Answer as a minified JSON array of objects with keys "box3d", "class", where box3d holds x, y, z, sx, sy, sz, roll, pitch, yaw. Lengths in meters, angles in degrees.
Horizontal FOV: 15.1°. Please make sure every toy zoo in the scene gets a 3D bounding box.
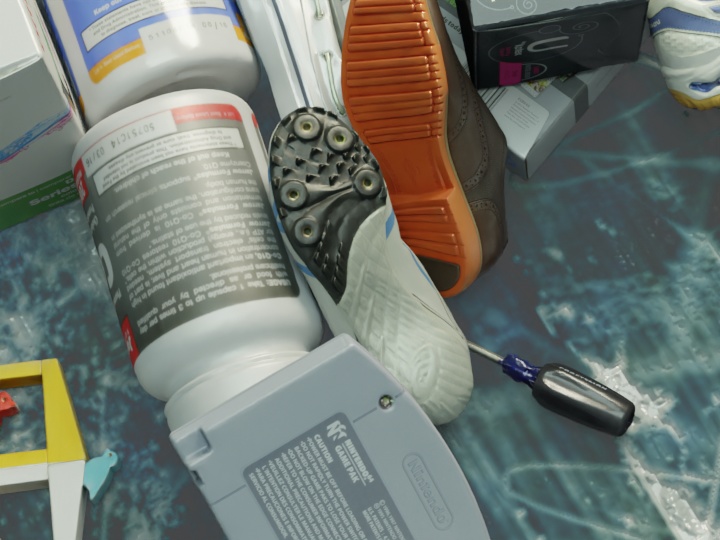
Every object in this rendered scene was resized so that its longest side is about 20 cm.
[{"box3d":[-0.240,0.124,1.597,0.200,0.020,0.131,-8,70,2],"class":"toy zoo"}]

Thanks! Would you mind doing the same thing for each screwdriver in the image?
[{"box3d":[0.072,0.045,1.598,0.200,0.028,0.029,29,46,18],"class":"screwdriver"}]

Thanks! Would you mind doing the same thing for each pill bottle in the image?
[{"box3d":[-0.088,0.007,1.575,0.114,0.114,0.200,-18,70,-2],"class":"pill bottle"},{"box3d":[-0.143,-0.185,1.648,0.112,0.112,0.200,-20,71,-2],"class":"pill bottle"}]

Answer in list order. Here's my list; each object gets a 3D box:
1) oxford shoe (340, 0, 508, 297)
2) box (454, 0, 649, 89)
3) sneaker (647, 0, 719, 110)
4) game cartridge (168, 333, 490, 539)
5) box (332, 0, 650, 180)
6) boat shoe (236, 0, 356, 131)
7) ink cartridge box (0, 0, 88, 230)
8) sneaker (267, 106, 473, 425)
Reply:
[{"box3d":[0.042,-0.089,1.581,0.071,0.200,0.073,4,24,38],"class":"oxford shoe"},{"box3d":[0.097,-0.223,1.582,0.106,0.122,0.200,-10,76,1],"class":"box"},{"box3d":[0.265,-0.173,1.613,0.200,0.075,0.088,-26,101,-5],"class":"sneaker"},{"box3d":[-0.004,0.140,1.510,0.133,0.040,0.200,-28,109,-3],"class":"game cartridge"},{"box3d":[0.102,-0.177,1.662,0.156,0.041,0.200,36,78,16],"class":"box"},{"box3d":[-0.014,-0.104,1.609,0.067,0.074,0.200,-23,89,8],"class":"boat shoe"},{"box3d":[-0.225,-0.130,1.589,0.084,0.200,0.145,-22,71,-2],"class":"ink cartridge box"},{"box3d":[0.000,0.000,1.561,0.072,0.072,0.200,-28,97,-13],"class":"sneaker"}]
